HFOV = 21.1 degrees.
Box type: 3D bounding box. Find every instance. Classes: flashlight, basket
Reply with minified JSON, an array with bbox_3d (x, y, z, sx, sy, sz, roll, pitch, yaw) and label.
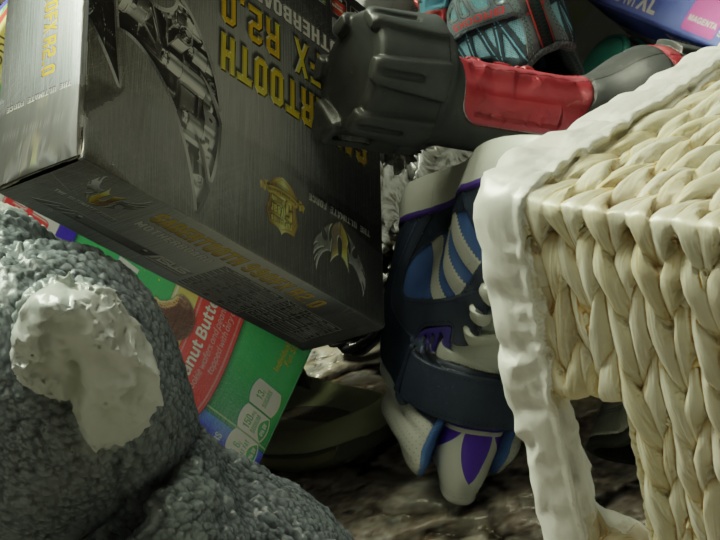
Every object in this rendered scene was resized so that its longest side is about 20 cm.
[{"bbox_3d":[0.078,-0.080,0.854,0.198,0.069,0.068,7,-14,-33],"label":"flashlight"},{"bbox_3d":[0.168,0.032,0.635,0.199,0.200,0.160,-29,25,-37],"label":"basket"}]

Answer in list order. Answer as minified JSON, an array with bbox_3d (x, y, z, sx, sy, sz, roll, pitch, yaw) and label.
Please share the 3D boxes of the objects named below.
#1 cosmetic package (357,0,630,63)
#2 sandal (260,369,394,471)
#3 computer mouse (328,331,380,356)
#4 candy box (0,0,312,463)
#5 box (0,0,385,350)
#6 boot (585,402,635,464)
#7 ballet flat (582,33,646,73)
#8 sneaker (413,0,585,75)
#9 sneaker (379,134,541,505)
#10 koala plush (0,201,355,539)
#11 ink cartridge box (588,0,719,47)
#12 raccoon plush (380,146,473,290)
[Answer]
[{"bbox_3d":[0.068,-0.202,1.078,0.198,0.200,0.124,-10,53,-28],"label":"cosmetic package"},{"bbox_3d":[-0.063,0.058,0.970,0.200,0.058,0.080,0,24,41],"label":"sandal"},{"bbox_3d":[-0.051,0.015,1.112,0.198,0.044,0.110,1,29,28],"label":"computer mouse"},{"bbox_3d":[-0.114,-0.009,0.868,0.077,0.199,0.170,-31,29,52],"label":"candy box"},{"bbox_3d":[-0.064,-0.074,0.807,0.048,0.199,0.160,-17,60,31],"label":"box"},{"bbox_3d":[0.157,-0.007,0.790,0.067,0.200,0.132,17,51,-17],"label":"boot"},{"bbox_3d":[0.114,-0.029,1.026,0.201,0.070,0.067,-58,23,-12],"label":"ballet flat"},{"bbox_3d":[0.072,-0.098,1.001,0.079,0.096,0.200,-27,-18,-5],"label":"sneaker"},{"bbox_3d":[0.067,0.027,0.827,0.080,0.148,0.200,6,-8,-22],"label":"sneaker"},{"bbox_3d":[-0.102,0.075,0.730,0.182,0.202,0.177,-21,19,-14],"label":"koala plush"},{"bbox_3d":[0.199,-0.116,1.035,0.042,0.199,0.119,-55,40,-1],"label":"ink cartridge box"},{"bbox_3d":[0.000,0.000,1.011,0.096,0.202,0.134,14,-28,-11],"label":"raccoon plush"}]
